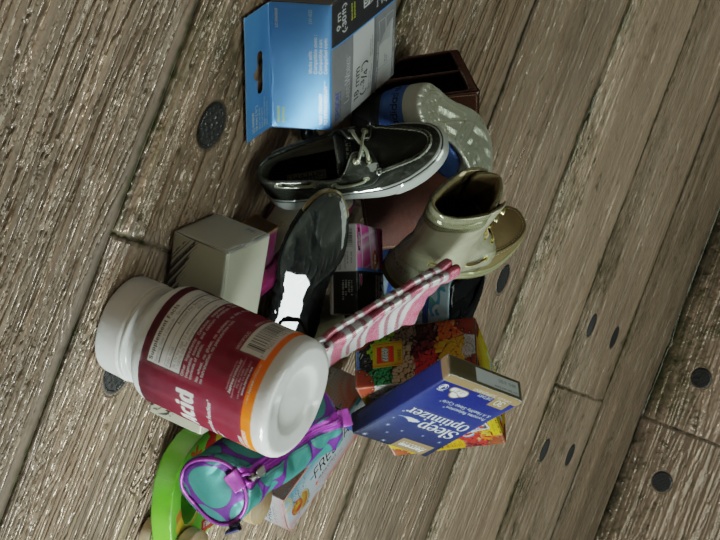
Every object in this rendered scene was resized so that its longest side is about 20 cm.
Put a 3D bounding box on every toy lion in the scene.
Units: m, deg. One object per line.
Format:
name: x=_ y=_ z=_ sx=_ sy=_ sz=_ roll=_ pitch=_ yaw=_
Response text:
toy lion: x=-0.156 y=0.198 z=1.688 sx=0.200 sy=0.068 sz=0.194 roll=-30 pitch=128 yaw=-55

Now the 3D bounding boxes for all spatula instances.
spatula: x=-0.030 y=-0.121 z=1.737 sx=0.200 sy=0.020 sz=0.057 roll=39 pitch=61 yaw=-63

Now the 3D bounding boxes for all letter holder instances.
letter holder: x=0.059 y=-0.138 z=1.831 sx=0.101 sy=0.140 sz=0.202 roll=-109 pitch=-167 yaw=-53

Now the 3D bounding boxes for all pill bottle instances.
pill bottle: x=-0.139 y=0.084 z=1.444 sx=0.114 sy=0.198 sz=0.115 roll=-45 pitch=147 yaw=-41

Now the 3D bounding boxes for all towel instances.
towel: x=0.007 y=0.062 z=1.662 sx=0.199 sy=0.030 sz=0.146 roll=-30 pitch=171 yaw=-29

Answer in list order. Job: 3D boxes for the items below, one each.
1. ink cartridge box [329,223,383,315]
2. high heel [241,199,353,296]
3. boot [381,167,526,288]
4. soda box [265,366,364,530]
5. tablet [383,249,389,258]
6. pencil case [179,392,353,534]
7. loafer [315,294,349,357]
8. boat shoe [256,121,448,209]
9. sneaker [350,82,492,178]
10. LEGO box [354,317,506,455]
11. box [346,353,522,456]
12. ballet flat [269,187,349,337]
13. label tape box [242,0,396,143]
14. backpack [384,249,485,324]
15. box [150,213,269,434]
ink cartridge box: x=0.000 y=0.000 z=1.723 sx=0.200 sy=0.037 sz=0.096 roll=5 pitch=83 yaw=-81
high heel: x=-0.075 y=-0.026 z=1.668 sx=0.200 sy=0.067 sz=0.097 roll=-36 pitch=147 yaw=-56
boot: x=0.130 y=-0.057 z=1.743 sx=0.198 sy=0.072 sz=0.155 roll=-20 pitch=157 yaw=-33
soda box: x=-0.062 y=0.209 z=1.879 sx=0.201 sy=0.068 sz=0.064 roll=-53 pitch=150 yaw=-34
tablet: x=0.047 y=0.003 z=2.019 sx=0.131 sy=0.014 sz=0.201 roll=-55 pitch=154 yaw=-30
pencil case: x=-0.098 y=0.193 z=1.642 sx=0.200 sy=0.092 sz=0.086 roll=-33 pitch=105 yaw=-52
loafer: x=-0.049 y=0.074 z=1.771 sx=0.200 sy=0.067 sz=0.077 roll=-43 pitch=125 yaw=-60
boat shoe: x=-0.008 y=-0.111 z=1.598 sx=0.064 sy=0.198 sz=0.072 roll=59 pitch=16 yaw=-67
sneaker: x=0.063 y=-0.146 z=1.725 sx=0.199 sy=0.110 sz=0.078 roll=28 pitch=65 yaw=-56
LEGO box: x=0.087 y=0.143 z=1.896 sx=0.201 sy=0.147 sz=0.078 roll=62 pitch=23 yaw=-57
box: x=0.076 y=0.166 z=1.818 sx=0.120 sy=0.199 sz=0.033 roll=21 pitch=50 yaw=-36
ballet flat: x=-0.059 y=0.000 z=1.615 sx=0.057 sy=0.066 sz=0.202 roll=-98 pitch=-157 yaw=-59
label tape box: x=-0.037 y=-0.224 z=1.586 sx=0.200 sy=0.063 sz=0.146 roll=-46 pitch=147 yaw=-44
backpack: x=0.092 y=0.011 z=1.940 sx=0.201 sy=0.152 sz=0.165 roll=-90 pitch=-177 yaw=-56
box: x=-0.151 y=0.053 z=1.560 sx=0.082 sy=0.068 sz=0.202 roll=-27 pitch=132 yaw=-58
